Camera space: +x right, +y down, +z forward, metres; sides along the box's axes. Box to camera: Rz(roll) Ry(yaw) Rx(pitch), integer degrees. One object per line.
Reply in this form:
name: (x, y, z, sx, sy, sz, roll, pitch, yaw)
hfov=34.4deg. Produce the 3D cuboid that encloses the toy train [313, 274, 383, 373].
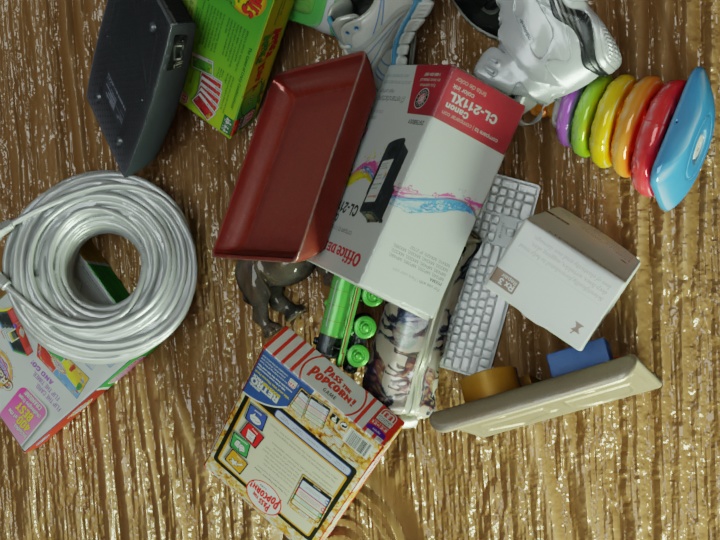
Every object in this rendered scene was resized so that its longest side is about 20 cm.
toy train: (0.000, 0.000, 1.133, 0.056, 0.042, 0.202, 14, 94, -5)

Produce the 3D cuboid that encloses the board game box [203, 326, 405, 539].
board game box: (-0.062, 0.175, 1.162, 0.151, 0.046, 0.201, 39, 130, 10)

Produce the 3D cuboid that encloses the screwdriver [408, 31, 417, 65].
screwdriver: (0.050, -0.202, 1.123, 0.028, 0.029, 0.202, 11, 111, 10)

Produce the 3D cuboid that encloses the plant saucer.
plant saucer: (-0.060, -0.099, 1.108, 0.036, 0.199, 0.202, 22, 82, -28)

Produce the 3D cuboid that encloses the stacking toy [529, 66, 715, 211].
stacking toy: (0.218, -0.142, 1.073, 0.198, 0.110, 0.117, 21, 85, 25)

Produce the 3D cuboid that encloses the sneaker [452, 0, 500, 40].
sneaker: (0.097, -0.286, 1.092, 0.200, 0.087, 0.076, 43, 105, 8)

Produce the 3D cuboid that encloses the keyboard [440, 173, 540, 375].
keyboard: (0.126, 0.006, 1.152, 0.056, 0.011, 0.202, 17, 100, 15)

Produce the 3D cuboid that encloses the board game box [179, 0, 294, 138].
board game box: (-0.130, -0.238, 1.134, 0.101, 0.048, 0.201, 35, 136, 9)

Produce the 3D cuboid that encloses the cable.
cable: (-0.267, -0.002, 1.205, 0.199, 0.069, 0.201, -37, 85, -10)

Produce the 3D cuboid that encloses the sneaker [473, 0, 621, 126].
sneaker: (0.131, -0.229, 1.031, 0.115, 0.075, 0.201, -38, 89, 10)

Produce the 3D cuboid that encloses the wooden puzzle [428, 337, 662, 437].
wooden puzzle: (0.170, 0.105, 1.052, 0.183, 0.200, 0.047, -18, 76, 17)

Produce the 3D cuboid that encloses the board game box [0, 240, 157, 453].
board game box: (-0.337, 0.080, 1.280, 0.199, 0.040, 0.154, -38, 84, 16)

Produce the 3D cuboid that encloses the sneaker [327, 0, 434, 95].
sneaker: (0.003, -0.219, 1.095, 0.075, 0.086, 0.201, -116, 32, -41)

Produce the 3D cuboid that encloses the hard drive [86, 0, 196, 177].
hard drive: (-0.221, -0.207, 1.160, 0.136, 0.042, 0.201, 59, 141, 29)

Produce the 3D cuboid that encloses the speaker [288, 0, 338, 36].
speaker: (-0.082, -0.305, 1.146, 0.199, 0.088, 0.089, 28, 102, 12)

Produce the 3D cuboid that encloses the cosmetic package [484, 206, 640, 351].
cosmetic package: (0.185, 0.001, 1.034, 0.101, 0.200, 0.074, 34, 103, 10)

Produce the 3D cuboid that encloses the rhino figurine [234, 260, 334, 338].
rhino figurine: (-0.044, -0.026, 1.174, 0.199, 0.060, 0.088, -39, 88, 12)

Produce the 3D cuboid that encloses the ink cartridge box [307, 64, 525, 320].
ink cartridge box: (0.044, -0.074, 1.031, 0.082, 0.146, 0.202, 24, 89, -24)

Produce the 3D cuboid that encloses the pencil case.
pencil case: (0.058, 0.048, 1.135, 0.077, 0.089, 0.202, 12, 99, -15)
